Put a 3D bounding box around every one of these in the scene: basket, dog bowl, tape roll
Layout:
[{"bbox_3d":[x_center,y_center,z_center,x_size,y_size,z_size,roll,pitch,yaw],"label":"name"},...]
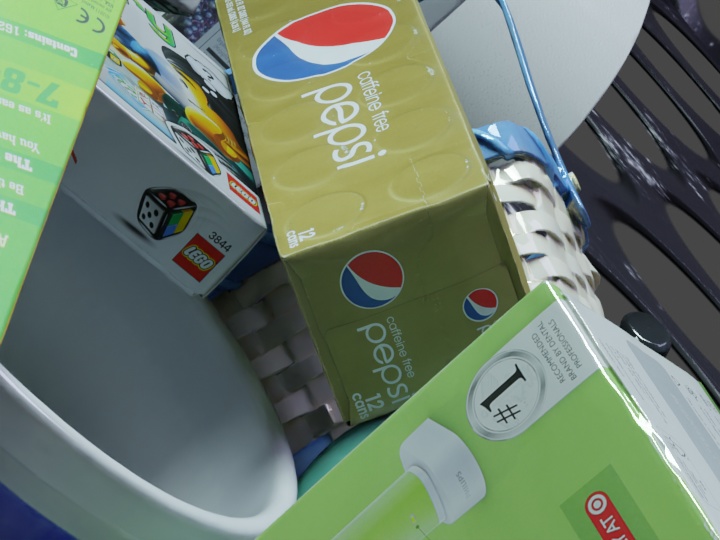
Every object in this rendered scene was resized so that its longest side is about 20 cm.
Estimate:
[{"bbox_3d":[0.000,0.000,1.105,0.139,0.176,0.201,53,14,-68],"label":"basket"},{"bbox_3d":[-0.113,0.022,0.861,0.200,0.079,0.200,45,14,-14],"label":"dog bowl"},{"bbox_3d":[0.022,-0.129,1.454,0.139,0.203,0.203,43,14,-23],"label":"tape roll"}]

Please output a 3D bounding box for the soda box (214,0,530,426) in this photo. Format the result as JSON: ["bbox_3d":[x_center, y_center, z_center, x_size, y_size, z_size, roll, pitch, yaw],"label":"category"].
[{"bbox_3d":[0.003,-0.034,0.966,0.200,0.067,0.064,-107,177,-61],"label":"soda box"}]

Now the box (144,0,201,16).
[{"bbox_3d":[-0.156,-0.155,1.123,0.144,0.036,0.200,38,-12,-35],"label":"box"}]

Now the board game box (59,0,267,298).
[{"bbox_3d":[-0.115,-0.086,0.914,0.200,0.035,0.126,40,14,-23],"label":"board game box"}]

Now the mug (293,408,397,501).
[{"bbox_3d":[0.042,0.105,0.916,0.151,0.115,0.185,27,30,-3],"label":"mug"}]

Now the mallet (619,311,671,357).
[{"bbox_3d":[0.061,0.088,1.032,0.041,0.201,0.066,-9,38,-32],"label":"mallet"}]

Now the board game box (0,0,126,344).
[{"bbox_3d":[-0.122,-0.037,0.762,0.095,0.030,0.201,29,41,-14],"label":"board game box"}]

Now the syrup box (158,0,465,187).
[{"bbox_3d":[-0.029,-0.109,1.233,0.081,0.200,0.079,43,15,-20],"label":"syrup box"}]

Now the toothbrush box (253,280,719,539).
[{"bbox_3d":[0.025,0.128,0.738,0.086,0.200,0.146,33,19,-50],"label":"toothbrush box"}]
